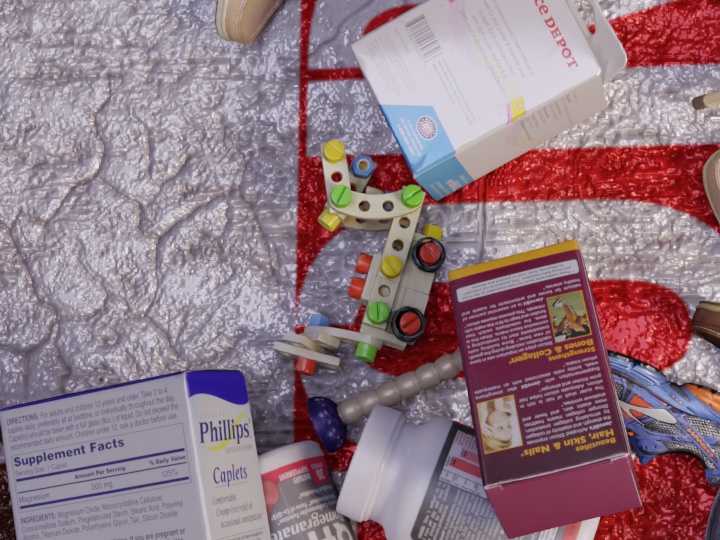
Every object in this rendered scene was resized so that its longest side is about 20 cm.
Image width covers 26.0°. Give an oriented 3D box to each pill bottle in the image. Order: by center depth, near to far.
[{"bbox_3d":[0.088,0.188,1.262,0.198,0.116,0.117,22,87,6],"label":"pill bottle"},{"bbox_3d":[-0.050,0.253,1.297,0.110,0.111,0.202,-24,78,8],"label":"pill bottle"}]

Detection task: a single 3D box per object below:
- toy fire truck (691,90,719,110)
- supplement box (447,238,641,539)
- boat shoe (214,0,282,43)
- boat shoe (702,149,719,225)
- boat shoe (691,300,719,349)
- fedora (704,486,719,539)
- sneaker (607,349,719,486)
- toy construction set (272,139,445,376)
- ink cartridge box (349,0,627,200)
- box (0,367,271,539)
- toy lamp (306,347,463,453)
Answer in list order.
[{"bbox_3d":[0.365,-0.200,1.238,0.128,0.176,0.202,28,89,14],"label":"toy fire truck"},{"bbox_3d":[0.140,0.089,1.200,0.109,0.086,0.202,-14,52,9],"label":"supplement box"},{"bbox_3d":[-0.060,-0.288,1.393,0.069,0.074,0.202,27,88,20],"label":"boat shoe"},{"bbox_3d":[0.350,-0.021,1.273,0.072,0.065,0.201,-32,77,6],"label":"boat shoe"},{"bbox_3d":[0.351,0.091,1.254,0.199,0.072,0.068,30,87,12],"label":"boat shoe"},{"bbox_3d":[0.351,0.229,1.201,0.175,0.090,0.202,17,102,13],"label":"fedora"},{"bbox_3d":[0.230,0.116,1.277,0.198,0.075,0.079,21,90,16],"label":"sneaker"},{"bbox_3d":[0.000,0.000,1.330,0.130,0.092,0.202,17,91,-2],"label":"toy construction set"},{"bbox_3d":[0.114,-0.169,1.312,0.198,0.125,0.130,-27,78,7],"label":"ink cartridge box"},{"bbox_3d":[-0.174,0.191,1.240,0.182,0.105,0.203,-12,84,24],"label":"box"},{"bbox_3d":[0.053,0.092,1.325,0.198,0.058,0.059,-27,78,7],"label":"toy lamp"}]
